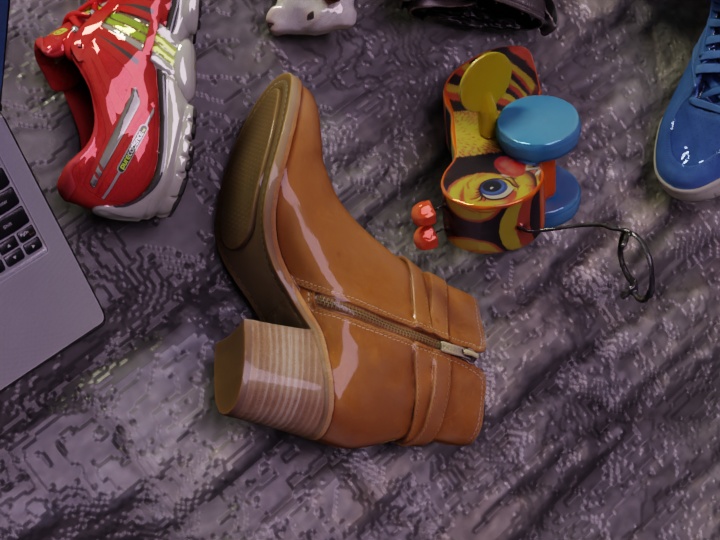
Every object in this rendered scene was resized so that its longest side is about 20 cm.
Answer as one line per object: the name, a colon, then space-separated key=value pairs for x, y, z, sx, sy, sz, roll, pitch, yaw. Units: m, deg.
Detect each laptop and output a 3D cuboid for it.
laptop: x=-0.210 y=-0.007 z=0.714 sx=0.187 sy=0.116 sz=0.201 roll=-35 pitch=112 yaw=-27

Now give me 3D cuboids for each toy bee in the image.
toy bee: x=0.074 y=-0.057 z=0.875 sx=0.108 sy=0.200 sz=0.132 roll=-13 pitch=111 yaw=-7

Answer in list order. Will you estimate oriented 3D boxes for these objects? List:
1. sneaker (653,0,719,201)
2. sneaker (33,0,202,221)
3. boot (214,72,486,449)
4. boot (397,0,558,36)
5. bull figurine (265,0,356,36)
sneaker: x=0.227 y=-0.148 z=0.963 sx=0.201 sy=0.077 sz=0.111 roll=-57 pitch=142 yaw=-6
sneaker: x=-0.131 y=-0.127 z=0.838 sx=0.084 sy=0.077 sz=0.201 roll=4 pitch=75 yaw=-18
boot: x=0.000 y=0.000 z=0.871 sx=0.154 sy=0.074 sz=0.201 roll=11 pitch=76 yaw=-26
boot: x=0.038 y=-0.237 z=0.945 sx=0.199 sy=0.069 sz=0.175 roll=12 pitch=73 yaw=-21
bull figurine: x=-0.018 y=-0.231 z=0.880 sx=0.121 sy=0.200 sz=0.065 roll=35 pitch=28 yaw=3
